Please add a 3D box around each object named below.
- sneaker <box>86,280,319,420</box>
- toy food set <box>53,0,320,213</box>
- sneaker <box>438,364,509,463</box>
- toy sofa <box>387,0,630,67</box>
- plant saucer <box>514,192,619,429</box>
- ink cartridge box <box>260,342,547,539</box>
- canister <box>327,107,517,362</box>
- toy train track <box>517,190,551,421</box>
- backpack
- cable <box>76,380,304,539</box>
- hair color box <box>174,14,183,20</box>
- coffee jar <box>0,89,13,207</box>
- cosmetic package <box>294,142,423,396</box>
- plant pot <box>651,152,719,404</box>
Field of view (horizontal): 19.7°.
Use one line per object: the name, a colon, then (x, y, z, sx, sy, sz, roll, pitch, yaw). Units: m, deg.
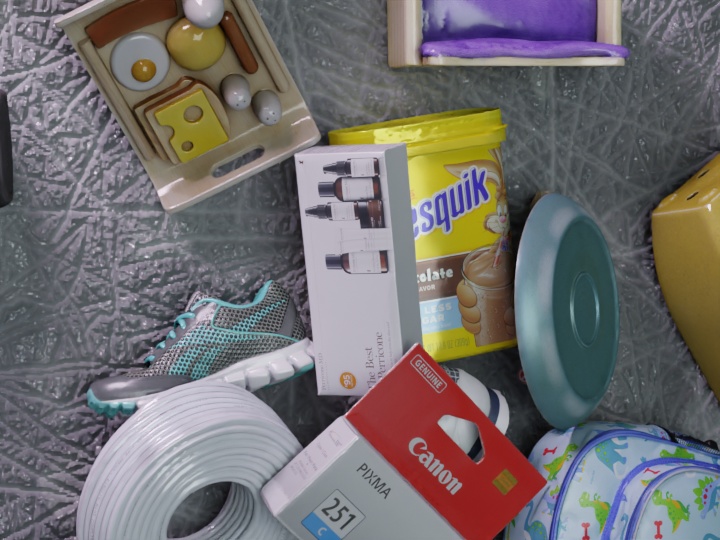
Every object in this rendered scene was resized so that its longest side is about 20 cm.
sneaker: (-0.134, 0.065, 1.698, 0.199, 0.078, 0.092, -15, 83, -23)
toy food set: (-0.133, -0.151, 1.636, 0.143, 0.060, 0.200, -27, 124, 2)
sneaker: (0.042, 0.173, 1.743, 0.080, 0.076, 0.201, 27, 93, -31)
toy sofa: (0.127, -0.213, 1.755, 0.199, 0.098, 0.083, -2, 94, -19)
plant saucer: (0.181, 0.034, 1.757, 0.200, 0.027, 0.201, 10, 79, -63)
ink cartridge box: (0.045, 0.185, 1.676, 0.176, 0.045, 0.200, -44, 121, 0)
canister: (0.059, -0.028, 1.747, 0.148, 0.087, 0.201, -11, 98, -18)
toy train track: (0.155, 0.032, 1.798, 0.032, 0.115, 0.201, -4, 79, 17)
backpack: (0.238, 0.222, 1.785, 0.199, 0.147, 0.184, 17, 87, -26)
cable: (-0.132, 0.190, 1.658, 0.200, 0.069, 0.200, -35, 131, -14)
hair color box: (-0.132, -0.297, 1.674, 0.101, 0.061, 0.201, 22, 85, -19)
coffee jar: (-0.366, -0.090, 1.587, 0.199, 0.085, 0.105, -3, 91, -19)
cosmetic package: (0.000, 0.000, 1.677, 0.051, 0.082, 0.201, -27, 113, -62)
plant pot: (0.368, -0.010, 1.812, 0.195, 0.194, 0.200, -40, 99, -14)
